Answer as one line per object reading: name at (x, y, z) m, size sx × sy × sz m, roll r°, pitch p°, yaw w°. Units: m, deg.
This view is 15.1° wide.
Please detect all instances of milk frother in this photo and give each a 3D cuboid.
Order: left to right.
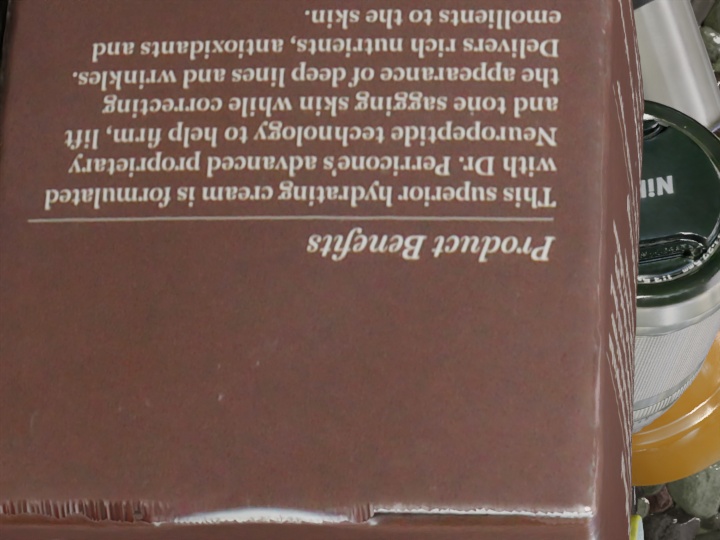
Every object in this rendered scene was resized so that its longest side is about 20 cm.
milk frother at (0.224, -0.207, 2.008) m, size 0.181 × 0.199 × 0.189 m, roll -106°, pitch 176°, yaw -73°

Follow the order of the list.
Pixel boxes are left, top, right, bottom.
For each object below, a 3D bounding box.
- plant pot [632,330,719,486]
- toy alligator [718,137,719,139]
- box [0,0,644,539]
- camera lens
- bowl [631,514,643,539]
plant pot at (0.193, 0.027, 2.011) m, size 0.184 × 0.199 × 0.201 m, roll 55°, pitch 33°, yaw -47°
toy alligator at (0.245, -0.080, 2.019) m, size 0.059 × 0.054 × 0.200 m, roll 49°, pitch 2°, yaw -17°
box at (-0.007, -0.001, 0.760) m, size 0.164 × 0.164 × 0.202 m, roll 71°, pitch 22°, yaw -66°
camera lens at (0.153, 0.001, 1.699) m, size 0.200 × 0.159 × 0.161 m, roll 103°, pitch -6°, yaw -59°
bowl at (0.139, 0.267, 1.864) m, size 0.200 × 0.107 × 0.202 m, roll 0°, pitch 90°, yaw -81°
